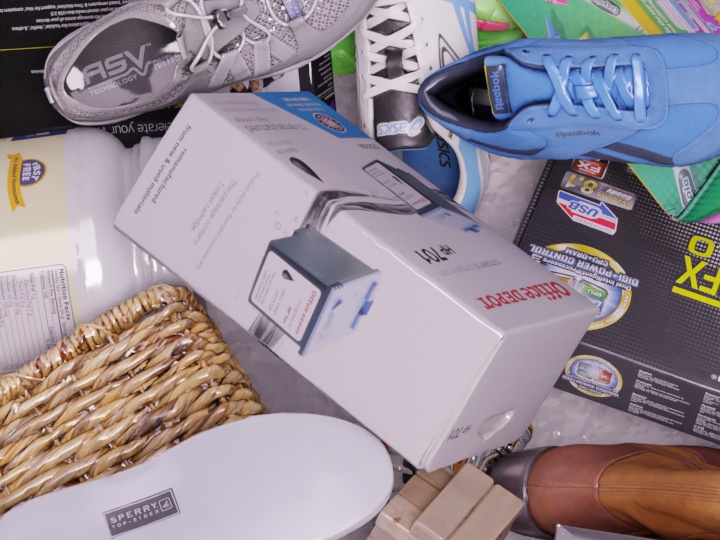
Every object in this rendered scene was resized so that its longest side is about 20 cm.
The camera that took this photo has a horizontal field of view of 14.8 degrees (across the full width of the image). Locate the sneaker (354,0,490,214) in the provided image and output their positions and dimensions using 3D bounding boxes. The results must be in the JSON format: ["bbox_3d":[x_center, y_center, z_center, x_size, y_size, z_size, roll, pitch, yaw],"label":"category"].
[{"bbox_3d":[0.028,-0.109,1.494,0.072,0.073,0.201,-6,112,19],"label":"sneaker"}]

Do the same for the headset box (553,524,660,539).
[{"bbox_3d":[0.162,0.185,1.376,0.148,0.200,0.075,8,74,6],"label":"headset box"}]

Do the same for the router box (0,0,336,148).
[{"bbox_3d":[-0.120,-0.142,1.523,0.199,0.051,0.150,-2,102,13],"label":"router box"}]

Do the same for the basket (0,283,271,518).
[{"bbox_3d":[-0.133,0.122,1.437,0.200,0.143,0.149,-34,79,-5],"label":"basket"}]

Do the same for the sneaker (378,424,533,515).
[{"bbox_3d":[0.051,0.099,1.473,0.082,0.078,0.201,2,73,2],"label":"sneaker"}]

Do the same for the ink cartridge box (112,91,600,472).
[{"bbox_3d":[0.000,0.000,1.376,0.200,0.146,0.086,36,107,17],"label":"ink cartridge box"}]

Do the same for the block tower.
[{"bbox_3d":[0.018,0.176,1.396,0.054,0.200,0.058,35,44,12],"label":"block tower"}]

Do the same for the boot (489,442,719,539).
[{"bbox_3d":[0.192,0.111,1.375,0.188,0.200,0.069,16,77,-34],"label":"boot"}]

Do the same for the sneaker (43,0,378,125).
[{"bbox_3d":[-0.074,-0.122,1.445,0.200,0.082,0.075,-27,98,9],"label":"sneaker"}]

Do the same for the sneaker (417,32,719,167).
[{"bbox_3d":[0.114,-0.087,1.402,0.200,0.078,0.066,1,88,45],"label":"sneaker"}]

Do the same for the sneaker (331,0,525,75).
[{"bbox_3d":[0.000,-0.158,1.571,0.199,0.077,0.084,10,45,9],"label":"sneaker"}]

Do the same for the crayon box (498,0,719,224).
[{"bbox_3d":[0.167,-0.112,1.488,0.058,0.119,0.200,-56,53,30],"label":"crayon box"}]

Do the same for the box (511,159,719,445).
[{"bbox_3d":[0.179,0.011,1.481,0.200,0.044,0.160,19,49,9],"label":"box"}]

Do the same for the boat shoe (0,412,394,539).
[{"bbox_3d":[-0.081,0.119,1.335,0.199,0.057,0.069,-14,70,-1],"label":"boat shoe"}]

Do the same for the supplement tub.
[{"bbox_3d":[-0.187,0.002,1.480,0.199,0.145,0.145,-8,72,0],"label":"supplement tub"}]
